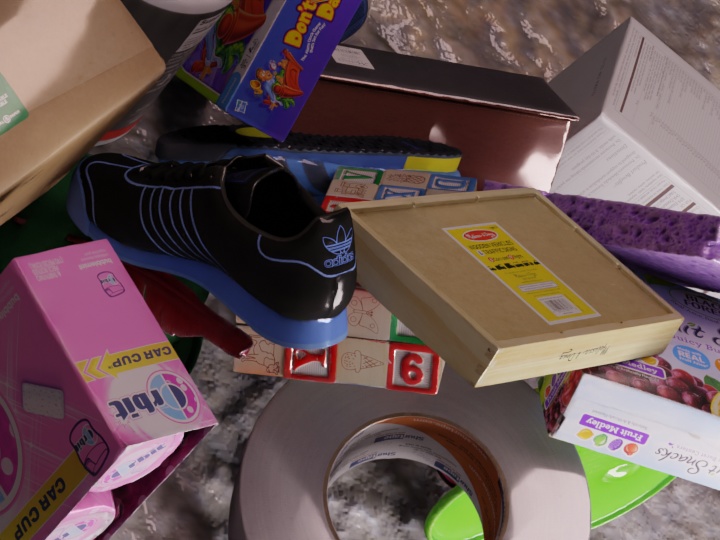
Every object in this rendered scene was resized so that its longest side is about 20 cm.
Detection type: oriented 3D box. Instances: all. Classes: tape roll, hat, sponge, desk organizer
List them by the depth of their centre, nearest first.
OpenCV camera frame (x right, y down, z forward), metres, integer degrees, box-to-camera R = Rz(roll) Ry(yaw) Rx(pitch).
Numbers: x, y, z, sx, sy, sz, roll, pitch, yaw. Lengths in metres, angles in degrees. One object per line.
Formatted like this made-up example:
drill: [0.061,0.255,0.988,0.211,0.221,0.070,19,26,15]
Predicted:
hat: [-0.107,-0.023,1.617,0.166,0.176,0.200,-21,78,-46]
tape roll: [0.027,0.141,1.645,0.200,0.066,0.200,4,64,-8]
sponge: [0.172,-0.015,1.719,0.112,0.200,0.030,21,83,-41]
desk organizer: [0.029,-0.092,1.868,0.200,0.077,0.072,8,22,-21]

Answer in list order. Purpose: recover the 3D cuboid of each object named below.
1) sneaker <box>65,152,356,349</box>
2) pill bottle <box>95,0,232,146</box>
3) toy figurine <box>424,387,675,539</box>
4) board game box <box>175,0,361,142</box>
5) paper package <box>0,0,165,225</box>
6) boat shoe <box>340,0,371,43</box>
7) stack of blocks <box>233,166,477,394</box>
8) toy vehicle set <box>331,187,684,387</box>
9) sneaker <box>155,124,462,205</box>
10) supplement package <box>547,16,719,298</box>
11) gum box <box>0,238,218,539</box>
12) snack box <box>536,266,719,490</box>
sneaker: [-0.077,-0.033,1.536,0.200,0.078,0.070,28,33,33]
pill bottle: [-0.134,-0.172,1.673,0.116,0.200,0.116,21,45,-23]
toy figurine: [0.089,0.060,1.810,0.200,0.150,0.184,-17,58,-22]
board game box: [-0.038,-0.189,1.754,0.045,0.200,0.134,27,4,-27]
paper package: [-0.224,-0.065,1.506,0.200,0.191,0.103,-39,91,-33]
boat shoe: [-0.061,-0.224,1.866,0.200,0.072,0.072,50,6,-42]
stack of blocks: [0.000,0.000,1.669,0.115,0.059,0.200,6,21,6]
toy vehicle set: [0.079,0.006,1.586,0.124,0.027,0.200,43,26,25]
sneaker: [-0.031,-0.046,1.789,0.200,0.079,0.066,5,15,-22]
supplement package: [0.213,-0.054,1.988,0.200,0.110,0.114,38,42,-15]
gum box: [-0.171,0.090,1.469,0.066,0.200,0.114,-14,65,-46]
snack box: [0.200,0.068,1.693,0.200,0.053,0.142,18,27,-15]
